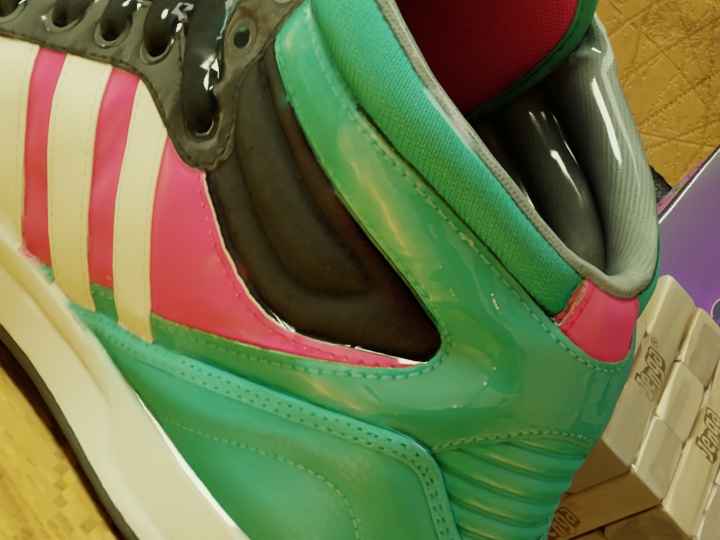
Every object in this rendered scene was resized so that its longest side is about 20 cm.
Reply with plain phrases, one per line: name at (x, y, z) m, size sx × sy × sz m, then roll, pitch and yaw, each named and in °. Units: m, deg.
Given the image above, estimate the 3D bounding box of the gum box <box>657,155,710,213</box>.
gum box at (0.106, 0.027, 0.961) m, size 0.066 × 0.114 × 0.200 m, roll 45°, pitch 7°, yaw -1°

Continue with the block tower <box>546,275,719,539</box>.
block tower at (0.033, 0.019, 0.588) m, size 0.200 × 0.054 × 0.058 m, roll 48°, pitch 42°, yaw -18°

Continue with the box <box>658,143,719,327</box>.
box at (0.150, 0.018, 0.800) m, size 0.141 × 0.200 × 0.079 m, roll 39°, pitch -18°, yaw 7°

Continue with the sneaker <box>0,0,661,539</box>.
sneaker at (-0.022, -0.035, 0.483) m, size 0.200 × 0.121 × 0.084 m, roll 48°, pitch 19°, yaw 23°

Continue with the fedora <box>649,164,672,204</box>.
fedora at (0.142, 0.030, 1.264) m, size 0.201 × 0.092 × 0.201 m, roll 45°, pitch 6°, yaw -6°
